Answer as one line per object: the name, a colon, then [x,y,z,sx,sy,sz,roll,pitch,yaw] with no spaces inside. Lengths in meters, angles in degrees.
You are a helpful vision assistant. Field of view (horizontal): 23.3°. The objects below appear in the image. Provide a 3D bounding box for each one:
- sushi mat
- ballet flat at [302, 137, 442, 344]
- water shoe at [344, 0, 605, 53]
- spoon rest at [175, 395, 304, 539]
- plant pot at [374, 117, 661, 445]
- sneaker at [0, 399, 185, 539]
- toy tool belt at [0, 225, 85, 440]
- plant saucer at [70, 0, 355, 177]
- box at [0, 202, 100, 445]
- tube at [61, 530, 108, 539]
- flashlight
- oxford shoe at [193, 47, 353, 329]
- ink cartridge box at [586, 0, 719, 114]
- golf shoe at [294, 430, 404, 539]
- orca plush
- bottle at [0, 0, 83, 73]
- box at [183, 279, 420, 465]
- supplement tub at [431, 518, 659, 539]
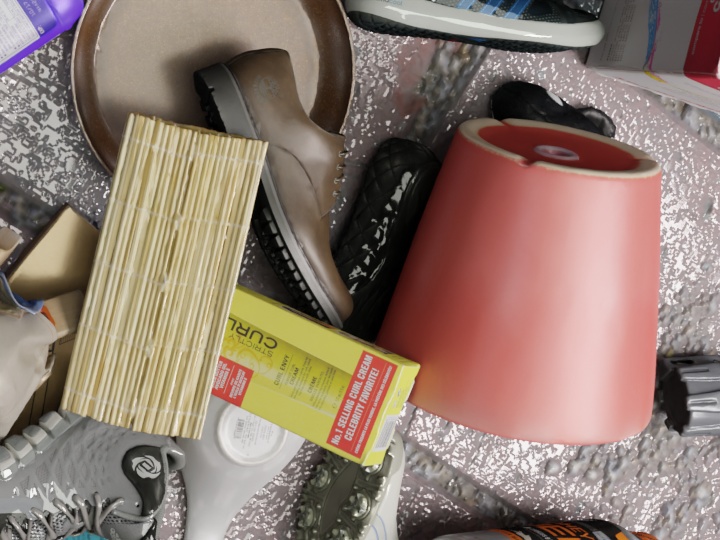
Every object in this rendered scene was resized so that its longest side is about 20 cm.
sushi mat: [-0.127,0.004,1.124,0.095,0.012,0.202,13,93,0]
ballet flat: [0.000,0.000,1.250,0.066,0.057,0.201,24,98,-44]
water shoe: [0.087,-0.199,1.220,0.198,0.071,0.080,4,91,-23]
spoon rest: [-0.095,0.149,1.232,0.098,0.061,0.202,14,95,-19]
plant pot: [0.118,-0.001,1.190,0.198,0.200,0.179,4,108,-19]
sneaker: [-0.190,0.159,1.116,0.115,0.075,0.200,38,57,17]
toy tool belt: [-0.277,0.010,1.120,0.199,0.125,0.123,37,55,-4]
plant saucer: [-0.101,-0.137,1.189,0.198,0.032,0.202,-4,103,-18]
box: [-0.205,0.082,1.202,0.163,0.021,0.200,41,86,-21]
tube: [-0.251,0.180,1.163,0.198,0.051,0.078,-10,63,-2]
flashlight: [0.333,0.101,1.366,0.198,0.068,0.069,-3,105,-19]
oxford shoe: [-0.037,-0.054,1.173,0.084,0.073,0.202,-24,107,-15]
ink cartridge box: [0.269,-0.156,1.221,0.146,0.200,0.086,15,95,-21]
golf shoe: [0.000,0.207,1.281,0.097,0.078,0.202,14,102,-38]
orca plush: [0.165,-0.049,1.275,0.104,0.071,0.202,-25,108,-12]
bottle: [-0.276,-0.143,1.110,0.199,0.065,0.084,-36,104,-9]
box: [-0.066,0.056,1.149,0.199,0.050,0.076,25,93,15]
supplement tub: [0.138,0.248,1.284,0.198,0.122,0.124,1,101,-37]
